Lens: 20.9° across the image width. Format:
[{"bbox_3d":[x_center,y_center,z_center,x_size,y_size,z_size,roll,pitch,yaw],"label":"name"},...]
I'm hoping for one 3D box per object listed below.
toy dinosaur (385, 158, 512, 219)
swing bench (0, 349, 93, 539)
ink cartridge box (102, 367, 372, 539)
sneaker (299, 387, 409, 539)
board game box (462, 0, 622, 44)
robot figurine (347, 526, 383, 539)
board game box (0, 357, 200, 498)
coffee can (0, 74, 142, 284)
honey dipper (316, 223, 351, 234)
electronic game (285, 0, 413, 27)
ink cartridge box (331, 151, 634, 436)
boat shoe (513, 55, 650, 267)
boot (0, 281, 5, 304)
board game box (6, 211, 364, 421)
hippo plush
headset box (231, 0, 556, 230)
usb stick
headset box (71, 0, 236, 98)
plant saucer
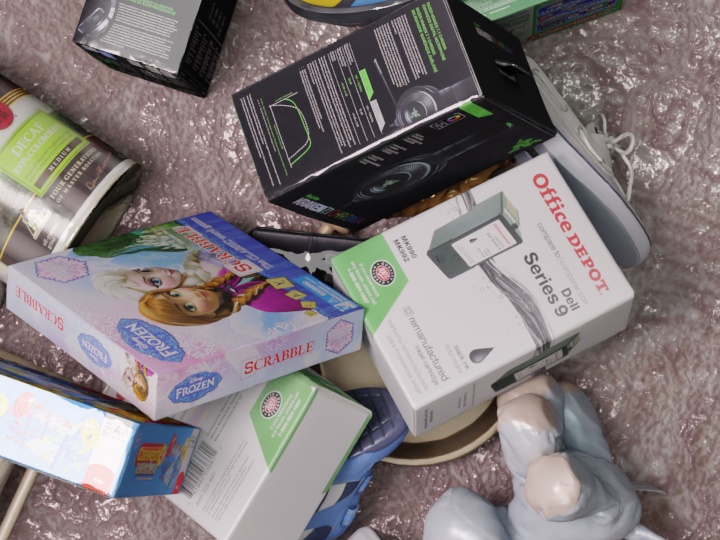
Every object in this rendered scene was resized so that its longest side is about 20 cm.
[{"bbox_3d":[0.106,-0.065,1.650,0.200,0.060,0.106,8,100,-8],"label":"toy dinosaur"},{"bbox_3d":[-0.350,0.153,1.620,0.200,0.130,0.199,25,90,4],"label":"swing bench"},{"bbox_3d":[-0.110,0.121,1.580,0.200,0.087,0.145,31,92,39],"label":"ink cartridge box"},{"bbox_3d":[-0.029,0.170,1.618,0.200,0.074,0.082,-37,127,20],"label":"sneaker"},{"bbox_3d":[0.119,-0.207,1.603,0.200,0.135,0.029,-20,84,2],"label":"board game box"},{"bbox_3d":[-0.037,0.306,1.608,0.200,0.113,0.170,-46,122,1],"label":"robot figurine"},{"bbox_3d":[-0.237,0.109,1.446,0.196,0.200,0.056,18,87,9],"label":"board game box"},{"bbox_3d":[-0.303,-0.081,1.615,0.200,0.146,0.146,33,90,3],"label":"coffee can"},{"bbox_3d":[-0.057,0.004,1.658,0.038,0.038,0.200,35,94,3],"label":"honey dipper"},{"bbox_3d":[0.031,-0.258,1.591,0.200,0.200,0.042,-20,122,2],"label":"electronic game"},{"bbox_3d":[0.096,0.017,1.554,0.200,0.084,0.146,-27,71,-8],"label":"ink cartridge box"},{"bbox_3d":[0.185,-0.099,1.630,0.202,0.075,0.086,47,65,-9],"label":"boat shoe"},{"bbox_3d":[-0.401,-0.018,1.620,0.200,0.144,0.073,25,92,4],"label":"boot"},{"bbox_3d":[-0.136,0.029,1.512,0.200,0.199,0.041,31,126,39],"label":"board game box"},{"bbox_3d":[0.135,0.189,1.609,0.161,0.200,0.159,-38,45,21],"label":"hippo plush"},{"bbox_3d":[0.035,-0.121,1.504,0.200,0.174,0.093,-25,74,19],"label":"headset box"},{"bbox_3d":[0.000,0.000,1.624,0.200,0.033,0.056,6,88,1],"label":"usb stick"},{"bbox_3d":[-0.149,-0.257,1.597,0.093,0.174,0.200,18,90,3],"label":"headset box"},{"bbox_3d":[0.045,0.065,1.653,0.200,0.029,0.200,0,89,4],"label":"plant saucer"}]
